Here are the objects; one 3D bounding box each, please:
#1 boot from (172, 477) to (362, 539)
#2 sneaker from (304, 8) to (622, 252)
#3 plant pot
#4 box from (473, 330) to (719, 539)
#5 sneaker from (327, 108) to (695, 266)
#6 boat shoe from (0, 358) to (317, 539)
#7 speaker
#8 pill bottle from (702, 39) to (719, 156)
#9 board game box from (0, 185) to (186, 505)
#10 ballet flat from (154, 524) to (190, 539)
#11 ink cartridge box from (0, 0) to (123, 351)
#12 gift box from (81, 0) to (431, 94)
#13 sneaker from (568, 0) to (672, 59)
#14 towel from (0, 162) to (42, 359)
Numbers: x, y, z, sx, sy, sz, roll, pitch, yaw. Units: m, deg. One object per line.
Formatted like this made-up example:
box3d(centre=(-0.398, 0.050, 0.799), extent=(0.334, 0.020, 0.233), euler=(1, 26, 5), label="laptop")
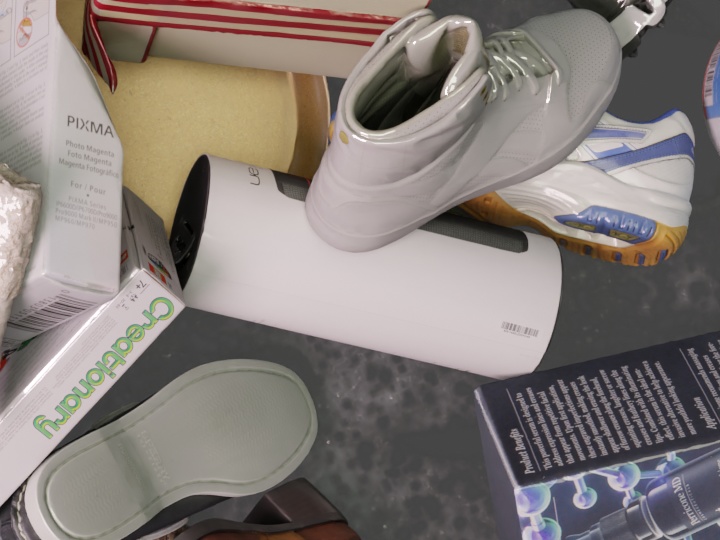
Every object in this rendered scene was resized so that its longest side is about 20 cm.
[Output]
box3d(centre=(-0.023, 0.216, 1.321), extent=(0.200, 0.188, 0.069), euler=(49, 121, 15), label="boot")
box3d(centre=(0.064, -0.093, 1.301), extent=(0.200, 0.116, 0.074), euler=(-35, 71, -25), label="sneaker")
box3d(centre=(-0.115, -0.081, 1.394), extent=(0.198, 0.027, 0.202), euler=(0, 92, -4), label="plant pot")
box3d(centre=(0.172, 0.125, 1.354), extent=(0.198, 0.107, 0.149), euler=(-13, 117, -3), label="box")
box3d(centre=(0.083, -0.069, 1.396), extent=(0.199, 0.075, 0.089), euler=(16, 73, -6), label="sneaker")
box3d(centre=(-0.107, 0.099, 1.351), extent=(0.199, 0.060, 0.076), euler=(-15, 82, -44), label="boat shoe")
box3d(centre=(0.000, 0.000, 1.359), extent=(0.199, 0.081, 0.082), euler=(13, 90, -15), label="speaker")
box3d(centre=(0.247, -0.093, 1.334), extent=(0.111, 0.200, 0.113), euler=(0, 91, -4), label="pill bottle")
box3d(centre=(-0.171, 0.057, 1.324), extent=(0.035, 0.126, 0.200), euler=(40, 100, -20), label="board game box")
box3d(centre=(-0.103, 0.234, 1.390), extent=(0.067, 0.046, 0.202), euler=(2, 91, -4), label="ballet flat")
box3d(centre=(-0.178, -0.063, 1.315), extent=(0.057, 0.162, 0.201), euler=(19, 63, -33), label="ink cartridge box")
box3d(centre=(-0.059, -0.190, 1.295), extent=(0.185, 0.185, 0.201), euler=(7, 69, -9), label="gift box")
box3d(centre=(0.172, -0.213, 1.393), extent=(0.090, 0.066, 0.200), euler=(41, 90, -6), label="sneaker")
box3d(centre=(-0.240, -0.018, 1.265), extent=(0.199, 0.034, 0.133), euler=(28, 110, 32), label="towel")
